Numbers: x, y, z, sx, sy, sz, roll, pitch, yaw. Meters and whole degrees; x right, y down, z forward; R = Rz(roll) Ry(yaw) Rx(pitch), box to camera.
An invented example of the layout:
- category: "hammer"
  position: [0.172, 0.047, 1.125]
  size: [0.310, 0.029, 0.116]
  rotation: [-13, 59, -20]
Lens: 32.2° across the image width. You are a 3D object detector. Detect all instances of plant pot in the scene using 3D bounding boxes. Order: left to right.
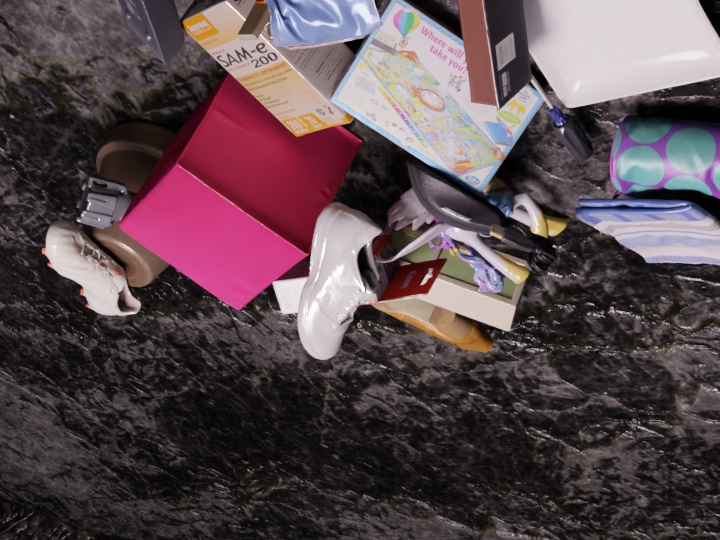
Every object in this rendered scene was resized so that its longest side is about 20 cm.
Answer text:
- category: "plant pot"
  position: [-0.303, -0.077, 1.740]
  size: [0.198, 0.176, 0.201]
  rotation: [18, 148, 11]

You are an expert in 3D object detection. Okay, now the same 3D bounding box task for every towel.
- category: "towel"
  position: [0.344, -0.041, 1.395]
  size: [0.146, 0.024, 0.199]
  rotation: [3, 166, 39]

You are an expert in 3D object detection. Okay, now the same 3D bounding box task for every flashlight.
- category: "flashlight"
  position: [-0.272, -0.063, 1.634]
  size: [0.198, 0.068, 0.068]
  rotation: [13, 150, -27]

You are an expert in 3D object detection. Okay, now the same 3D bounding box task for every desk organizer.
- category: "desk organizer"
  position: [0.109, -0.266, 1.220]
  size: [0.076, 0.072, 0.202]
  rotation: [13, 130, 35]

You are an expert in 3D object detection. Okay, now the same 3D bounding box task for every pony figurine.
- category: "pony figurine"
  position: [0.125, -0.063, 1.509]
  size: [0.193, 0.167, 0.200]
  rotation: [-40, 110, 21]

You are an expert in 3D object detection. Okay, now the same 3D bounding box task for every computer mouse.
- category: "computer mouse"
  position: [0.127, -0.053, 1.372]
  size: [0.199, 0.046, 0.141]
  rotation: [32, -168, -4]

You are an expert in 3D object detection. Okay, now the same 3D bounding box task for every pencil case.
- category: "pencil case"
  position: [0.365, -0.110, 1.303]
  size: [0.198, 0.085, 0.094]
  rotation: [10, 113, 25]

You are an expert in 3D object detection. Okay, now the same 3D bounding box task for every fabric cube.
- category: "fabric cube"
  position: [-0.150, -0.108, 1.564]
  size: [0.195, 0.201, 0.199]
  rotation: [35, 145, -13]

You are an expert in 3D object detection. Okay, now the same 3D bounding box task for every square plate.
- category: "square plate"
  position: [0.246, -0.255, 1.234]
  size: [0.198, 0.029, 0.198]
  rotation: [-7, 136, 41]

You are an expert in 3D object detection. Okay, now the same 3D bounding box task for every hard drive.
- category: "hard drive"
  position: [-0.258, -0.343, 1.386]
  size: [0.135, 0.042, 0.201]
  rotation: [46, 161, 46]

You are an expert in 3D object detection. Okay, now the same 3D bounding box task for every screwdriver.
- category: "screwdriver"
  position: [0.193, -0.182, 1.326]
  size: [0.200, 0.029, 0.028]
  rotation: [40, 177, -37]

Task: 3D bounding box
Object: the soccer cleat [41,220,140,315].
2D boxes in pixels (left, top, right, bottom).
- category: "soccer cleat"
  position: [-0.355, -0.003, 1.661]
  size: [0.077, 0.070, 0.201]
  rotation: [7, 151, 19]

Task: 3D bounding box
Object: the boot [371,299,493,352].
- category: "boot"
  position: [0.086, 0.055, 1.759]
  size: [0.200, 0.071, 0.144]
  rotation: [29, 175, 32]

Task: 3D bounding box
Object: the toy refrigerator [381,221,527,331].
- category: "toy refrigerator"
  position: [0.119, 0.001, 1.646]
  size: [0.198, 0.076, 0.070]
  rotation: [20, 148, 10]

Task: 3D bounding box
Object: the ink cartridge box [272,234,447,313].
- category: "ink cartridge box"
  position: [0.000, 0.000, 1.572]
  size: [0.198, 0.109, 0.051]
  rotation: [-8, 113, 23]

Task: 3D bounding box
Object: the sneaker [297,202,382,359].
- category: "sneaker"
  position: [-0.018, 0.026, 1.474]
  size: [0.088, 0.075, 0.202]
  rotation: [22, 120, 26]

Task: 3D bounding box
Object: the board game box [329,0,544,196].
- category: "board game box"
  position: [0.084, -0.191, 1.361]
  size: [0.199, 0.034, 0.135]
  rotation: [32, 107, -9]

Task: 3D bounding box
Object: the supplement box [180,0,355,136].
- category: "supplement box"
  position: [-0.094, -0.249, 1.417]
  size: [0.200, 0.074, 0.126]
  rotation: [42, 157, -24]

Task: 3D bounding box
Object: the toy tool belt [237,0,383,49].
- category: "toy tool belt"
  position: [-0.022, -0.279, 1.259]
  size: [0.198, 0.123, 0.126]
  rotation: [-7, 126, 22]
